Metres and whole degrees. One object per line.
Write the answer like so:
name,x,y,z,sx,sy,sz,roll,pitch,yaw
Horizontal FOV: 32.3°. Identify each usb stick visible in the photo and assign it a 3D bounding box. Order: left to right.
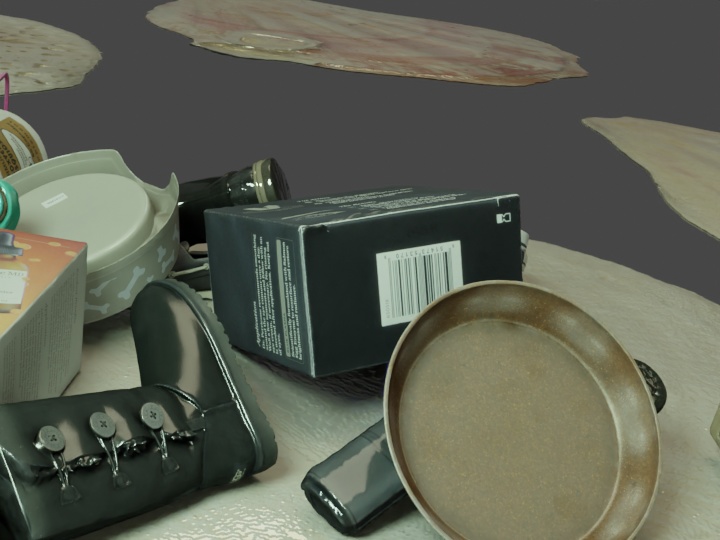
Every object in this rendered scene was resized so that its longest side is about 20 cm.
usb stick,0.047,0.107,0.843,0.199,0.033,0.055,-32,53,-29

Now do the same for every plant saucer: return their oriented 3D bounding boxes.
plant saucer,0.104,0.105,0.823,0.198,0.202,0.035,2,-24,-18

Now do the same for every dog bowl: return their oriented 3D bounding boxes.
dog bowl,-0.247,-0.027,1.073,0.198,0.059,0.201,-6,36,5

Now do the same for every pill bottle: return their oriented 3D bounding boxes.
pill bottle,-0.380,-0.079,1.175,0.113,0.116,0.200,10,19,4

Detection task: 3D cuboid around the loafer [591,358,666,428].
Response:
loafer,0.126,0.123,0.900,0.198,0.072,0.073,-10,42,-9

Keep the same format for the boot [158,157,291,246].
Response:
boot,-0.141,-0.051,1.236,0.149,0.074,0.200,-13,-8,0

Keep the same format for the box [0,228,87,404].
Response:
box,-0.291,0.047,0.864,0.150,0.108,0.200,9,19,1

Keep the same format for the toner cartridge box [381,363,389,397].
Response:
toner cartridge box,0.114,0.079,1.045,0.094,0.044,0.199,23,24,33

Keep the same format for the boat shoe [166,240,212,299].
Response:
boat shoe,-0.172,-0.008,1.139,0.198,0.063,0.073,-3,22,-29

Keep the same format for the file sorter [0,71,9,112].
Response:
file sorter,-0.484,-0.155,1.329,0.197,0.127,0.139,7,19,-6

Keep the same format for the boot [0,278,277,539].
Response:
boot,-0.169,0.086,0.798,0.199,0.066,0.165,-13,56,-43

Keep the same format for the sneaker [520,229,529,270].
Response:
sneaker,0.123,0.002,1.235,0.078,0.080,0.200,17,-5,8

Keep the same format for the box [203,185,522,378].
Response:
box,0.000,0.000,1.016,0.195,0.119,0.199,-9,10,-27

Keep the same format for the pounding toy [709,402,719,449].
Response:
pounding toy,0.383,0.093,0.946,0.198,0.186,0.143,3,31,-15

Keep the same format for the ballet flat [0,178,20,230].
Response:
ballet flat,-0.356,-0.009,0.996,0.199,0.068,0.070,-29,-8,1
